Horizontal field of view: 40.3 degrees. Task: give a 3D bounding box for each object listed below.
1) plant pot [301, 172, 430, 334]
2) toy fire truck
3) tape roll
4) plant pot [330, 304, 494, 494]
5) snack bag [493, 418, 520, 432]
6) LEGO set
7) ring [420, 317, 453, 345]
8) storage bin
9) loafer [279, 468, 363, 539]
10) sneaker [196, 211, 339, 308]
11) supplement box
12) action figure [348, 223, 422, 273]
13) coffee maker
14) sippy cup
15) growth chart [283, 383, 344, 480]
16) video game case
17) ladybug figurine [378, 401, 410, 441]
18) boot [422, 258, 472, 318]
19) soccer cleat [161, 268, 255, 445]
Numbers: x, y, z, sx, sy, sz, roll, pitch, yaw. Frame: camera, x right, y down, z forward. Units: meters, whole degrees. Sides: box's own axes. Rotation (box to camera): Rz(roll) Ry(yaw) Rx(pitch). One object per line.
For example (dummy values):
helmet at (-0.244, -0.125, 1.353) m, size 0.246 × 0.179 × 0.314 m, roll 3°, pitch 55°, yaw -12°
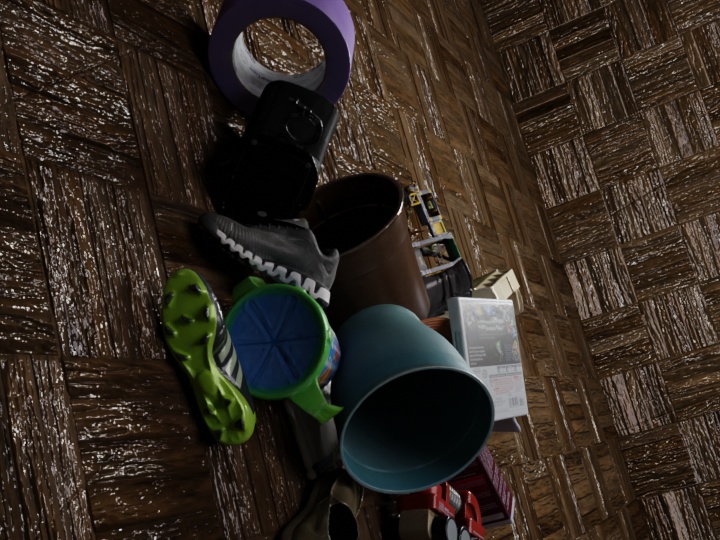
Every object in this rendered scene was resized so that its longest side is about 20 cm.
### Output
plant pot at (0.000, 0.000, 1.401) m, size 0.201 × 0.199 × 0.199 m, roll -80°, pitch 151°, yaw -52°
toy fire truck at (0.106, 0.336, 1.470) m, size 0.176 × 0.128 × 0.201 m, roll 46°, pitch 42°, yaw -47°
tape roll at (-0.109, -0.313, 1.377) m, size 0.200 × 0.199 × 0.085 m, roll 55°, pitch 26°, yaw -34°
plant pot at (0.046, 0.150, 1.270) m, size 0.200 × 0.199 × 0.188 m, roll 54°, pitch 5°, yaw -35°
snack bag at (0.142, 0.184, 1.571) m, size 0.021 × 0.188 × 0.201 m, roll -53°, pitch 125°, yaw -40°
LEGO set at (0.076, -0.047, 1.701) m, size 0.115 × 0.154 × 0.201 m, roll -16°, pitch 88°, yaw -34°
ring at (0.076, 0.151, 1.437) m, size 0.019 × 0.200 × 0.200 m, roll 50°, pitch 6°, yaw 38°
storage bin at (0.177, 0.083, 1.729) m, size 0.094 × 0.198 × 0.200 m, roll 65°, pitch 21°, yaw 0°
loafer at (-0.031, 0.304, 1.194) m, size 0.200 × 0.067 × 0.076 m, roll -45°, pitch 122°, yaw -63°
sneaker at (-0.108, -0.035, 1.224) m, size 0.199 × 0.066 × 0.091 m, roll 30°, pitch 79°, yaw -22°
supplement box at (0.164, 0.330, 1.598) m, size 0.201 × 0.108 × 0.061 m, roll 62°, pitch 24°, yaw -21°
action figure at (0.002, -0.042, 1.593) m, size 0.194 × 0.104 × 0.200 m, roll 56°, pitch -8°, yaw -37°
coffee maker at (-0.092, -0.167, 1.304) m, size 0.135 × 0.192 × 0.200 m, roll 42°, pitch 29°, yaw -20°
sippy cup at (-0.086, 0.095, 1.185) m, size 0.130 × 0.139 × 0.179 m, roll 42°, pitch 48°, yaw -70°
growth chart at (-0.042, 0.214, 1.323) m, size 0.200 × 0.018 × 0.146 m, roll 1°, pitch 71°, yaw -68°
video game case at (0.193, 0.133, 1.469) m, size 0.200 × 0.023 × 0.183 m, roll 5°, pitch 76°, yaw -58°
ladybug figurine at (0.079, 0.227, 1.384) m, size 0.199 × 0.072 × 0.136 m, roll -21°, pitch 76°, yaw -35°
boot at (0.117, 0.069, 1.590) m, size 0.200 × 0.131 × 0.070 m, roll 100°, pitch -32°, yaw -57°
soccer cleat at (-0.166, 0.095, 1.080) m, size 0.081 × 0.067 × 0.201 m, roll -41°, pitch 112°, yaw -84°
